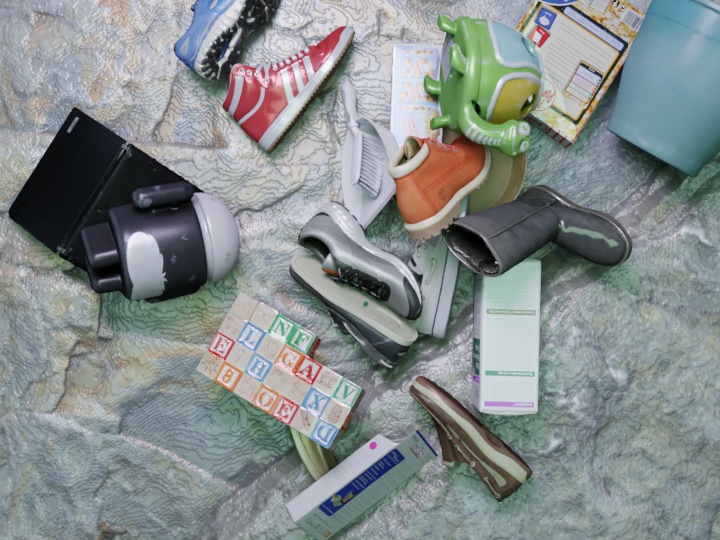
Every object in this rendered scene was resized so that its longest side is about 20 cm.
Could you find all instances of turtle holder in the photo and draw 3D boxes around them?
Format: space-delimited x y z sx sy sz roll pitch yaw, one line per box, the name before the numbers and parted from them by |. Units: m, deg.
turtle holder | 0.161 -0.235 1.198 0.130 0.186 0.142 3 114 -11

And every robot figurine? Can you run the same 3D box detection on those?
robot figurine | -0.255 -0.033 1.249 0.198 0.150 0.126 -13 83 -19

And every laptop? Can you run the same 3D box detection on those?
laptop | -0.347 -0.091 1.321 0.199 0.103 0.178 33 89 -25

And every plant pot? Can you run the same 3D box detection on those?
plant pot | 0.126 -0.151 1.313 0.198 0.027 0.203 0 89 1
plant pot | 0.419 -0.232 1.242 0.199 0.200 0.189 29 104 1

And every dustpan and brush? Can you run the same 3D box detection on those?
dustpan and brush | 0.001 -0.172 1.285 0.057 0.140 0.202 12 59 -21

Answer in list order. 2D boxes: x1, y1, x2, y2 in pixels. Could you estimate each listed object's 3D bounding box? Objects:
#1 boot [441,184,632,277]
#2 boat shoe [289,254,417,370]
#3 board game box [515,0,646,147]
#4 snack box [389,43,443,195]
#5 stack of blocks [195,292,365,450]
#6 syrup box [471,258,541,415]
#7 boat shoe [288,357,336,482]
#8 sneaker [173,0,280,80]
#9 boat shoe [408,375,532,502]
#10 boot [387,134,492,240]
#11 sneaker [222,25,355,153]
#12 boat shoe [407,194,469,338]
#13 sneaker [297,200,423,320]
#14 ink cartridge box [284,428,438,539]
boot | 0.224 -0.037 1.214 0.181 0.199 0.073 29 119 28
boat shoe | -0.021 0.054 1.289 0.199 0.072 0.068 37 122 9
board game box | 0.275 -0.293 1.305 0.151 0.046 0.201 34 89 1
snack box | 0.074 -0.200 1.289 0.071 0.024 0.203 2 89 1
stack of blocks | -0.093 0.128 1.234 0.199 0.059 0.116 29 83 11
syrup box | 0.192 0.086 1.281 0.080 0.079 0.203 2 89 -1
boat shoe | -0.061 0.186 1.283 0.069 0.074 0.202 -21 88 6
sneaker | -0.180 -0.351 1.288 0.089 0.079 0.201 27 71 24
boat shoe | 0.133 0.229 1.282 0.202 0.075 0.075 42 93 0
boot | 0.100 -0.136 1.211 0.075 0.200 0.108 -12 117 38
sneaker | -0.102 -0.270 1.294 0.112 0.071 0.201 39 91 -2
boat shoe | 0.098 -0.011 1.279 0.069 0.071 0.202 13 109 9
sneaker | 0.000 0.000 1.268 0.200 0.074 0.079 41 58 14
ink cartridge box | 0.003 0.276 1.270 0.199 0.095 0.037 -35 52 0
